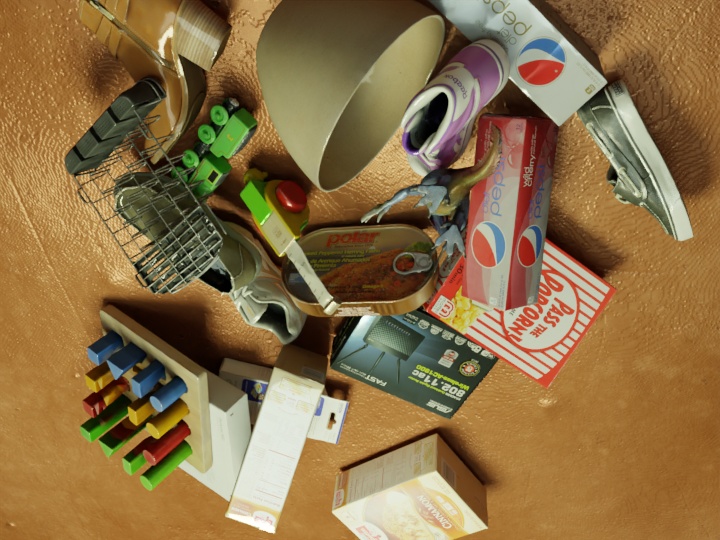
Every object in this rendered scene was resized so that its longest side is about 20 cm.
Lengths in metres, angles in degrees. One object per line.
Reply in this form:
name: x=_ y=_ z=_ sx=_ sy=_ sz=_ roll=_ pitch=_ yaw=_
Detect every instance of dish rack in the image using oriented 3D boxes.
dish rack: x=-0.226 y=-0.081 z=0.822 sx=0.152 sy=0.054 sz=0.202 roll=-31 pitch=95 yaw=35

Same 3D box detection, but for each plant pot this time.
plant pot: x=-0.026 y=-0.202 z=0.759 sx=0.134 sy=0.200 sz=0.202 roll=39 pitch=126 yaw=11

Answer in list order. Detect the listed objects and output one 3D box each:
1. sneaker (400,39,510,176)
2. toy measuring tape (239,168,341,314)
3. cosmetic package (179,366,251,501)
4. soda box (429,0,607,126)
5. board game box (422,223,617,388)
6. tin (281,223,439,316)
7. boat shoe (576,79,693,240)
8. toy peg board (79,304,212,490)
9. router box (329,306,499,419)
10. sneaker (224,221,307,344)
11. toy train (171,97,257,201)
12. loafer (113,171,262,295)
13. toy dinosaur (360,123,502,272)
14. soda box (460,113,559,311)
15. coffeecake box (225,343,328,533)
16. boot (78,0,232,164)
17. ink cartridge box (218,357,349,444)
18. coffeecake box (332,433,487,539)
sneaker: x=0.067 y=-0.144 z=0.786 sx=0.072 sy=0.114 sz=0.201 roll=42 pitch=152 yaw=8
toy measuring tape: x=-0.073 y=-0.042 z=0.911 sx=0.073 sy=0.073 sz=0.202 roll=-42 pitch=79 yaw=32
cosmetic package: x=-0.228 y=0.237 z=1.133 sx=0.148 sy=0.051 sz=0.204 roll=25 pitch=132 yaw=30
soda box: x=0.156 y=-0.242 z=0.765 sx=0.198 sy=0.064 sz=0.068 roll=38 pitch=123 yaw=-18
board game box: x=0.192 y=0.029 z=0.935 sx=0.197 sy=0.046 sz=0.153 roll=31 pitch=100 yaw=-16
tin: x=0.000 y=0.000 z=0.929 sx=0.194 sy=0.115 sz=0.042 roll=-2 pitch=149 yaw=16
boat shoe: x=0.304 y=-0.111 z=0.842 sx=0.063 sy=0.071 sz=0.202 roll=-27 pitch=110 yaw=24
toy peg board: x=-0.313 y=0.191 z=1.067 sx=0.197 sy=0.097 sz=0.203 roll=27 pitch=133 yaw=24
router box: x=0.075 y=0.100 z=1.025 sx=0.196 sy=0.063 sz=0.151 roll=24 pitch=126 yaw=-11
sneaker: x=-0.145 y=0.016 z=0.975 sx=0.198 sy=0.093 sz=0.076 roll=35 pitch=124 yaw=-16
toy train: x=-0.188 y=-0.119 z=0.908 sx=0.056 sy=0.042 sz=0.200 roll=40 pitch=122 yaw=-4
loafer: x=-0.207 y=-0.042 z=0.895 sx=0.197 sy=0.070 sz=0.076 roll=32 pitch=125 yaw=-6
toy dinosaur: x=0.101 y=-0.071 z=0.832 sx=0.198 sy=0.182 sz=0.106 roll=-37 pitch=98 yaw=22
soda box: x=0.162 y=-0.065 z=0.832 sx=0.069 sy=0.062 sz=0.206 roll=18 pitch=110 yaw=47
coffeecake box: x=-0.109 y=0.218 z=1.028 sx=0.071 sy=0.154 sz=0.205 roll=19 pitch=96 yaw=-3
boot: x=-0.240 y=-0.226 z=0.824 sx=0.153 sy=0.078 sz=0.201 roll=30 pitch=132 yaw=-8
ink cartridge box: x=-0.118 y=0.196 z=1.139 sx=0.194 sy=0.037 sz=0.096 roll=15 pitch=126 yaw=0
coffeecake box: x=0.078 y=0.362 z=1.201 sx=0.197 sy=0.074 sz=0.154 roll=-28 pitch=119 yaw=25
